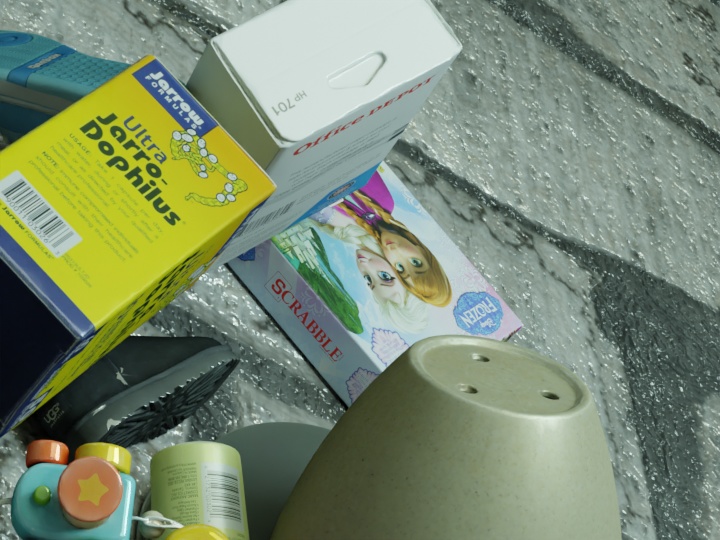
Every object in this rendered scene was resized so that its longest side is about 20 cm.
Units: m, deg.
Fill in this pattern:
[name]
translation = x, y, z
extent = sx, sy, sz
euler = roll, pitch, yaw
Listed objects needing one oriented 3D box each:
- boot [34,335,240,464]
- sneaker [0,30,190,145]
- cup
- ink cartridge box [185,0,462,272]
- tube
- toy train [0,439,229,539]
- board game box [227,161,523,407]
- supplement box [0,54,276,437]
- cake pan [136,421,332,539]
[boot]
translation = -0.179, 0.011, 1.492
extent = 0.200, 0.066, 0.165
euler = 47, 27, 12
[sneaker]
translation = -0.194, -0.070, 1.565
extent = 0.199, 0.131, 0.079
euler = 19, 30, 31
[cup]
translation = 0.058, 0.120, 1.354
extent = 0.199, 0.144, 0.200
euler = 13, 19, -4
[ink cartridge box]
translation = -0.042, -0.096, 1.587
extent = 0.146, 0.200, 0.086
euler = -29, 78, -28
[tube]
translation = -0.083, 0.192, 1.347
extent = 0.052, 0.058, 0.201
euler = 33, 43, -52
[toy train]
translation = -0.126, 0.174, 1.290
extent = 0.200, 0.056, 0.150
euler = 44, 65, 8
[board game box]
translation = 0.000, 0.000, 1.750
extent = 0.200, 0.041, 0.200
euler = 49, 30, 7
[supplement box]
translation = -0.158, -0.015, 1.389
extent = 0.110, 0.109, 0.200
euler = 46, 40, 2
[cake pan]
translation = -0.029, 0.165, 1.449
extent = 0.199, 0.037, 0.201
euler = 15, 43, -15
